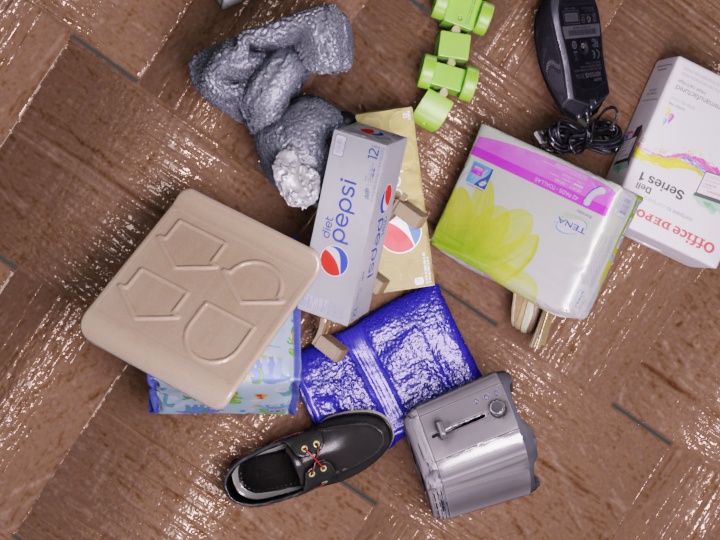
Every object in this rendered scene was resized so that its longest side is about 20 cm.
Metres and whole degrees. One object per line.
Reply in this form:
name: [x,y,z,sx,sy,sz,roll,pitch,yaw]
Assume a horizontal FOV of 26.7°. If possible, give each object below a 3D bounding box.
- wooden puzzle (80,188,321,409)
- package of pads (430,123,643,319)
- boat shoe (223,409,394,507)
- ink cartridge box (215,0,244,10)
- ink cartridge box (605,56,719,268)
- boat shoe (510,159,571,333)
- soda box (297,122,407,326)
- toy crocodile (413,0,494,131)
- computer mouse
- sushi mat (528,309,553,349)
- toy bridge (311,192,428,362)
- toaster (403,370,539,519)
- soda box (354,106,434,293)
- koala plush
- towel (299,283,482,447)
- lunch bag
wooden puzzle: [-0.163,0.031,1.579,0.184,0.046,0.201,26,64,17]
package of pads: [0.187,-0.051,1.656,0.199,0.068,0.156,28,97,32]
boat shoe: [-0.057,0.212,1.677,0.199,0.063,0.074,-20,96,14]
ink cartridge box: [-0.096,-0.348,1.601,0.147,0.200,0.076,-25,96,-4]
ink cartridge box: [0.372,-0.120,1.729,0.144,0.084,0.202,24,91,-8]
boat shoe: [0.188,-0.032,1.728,0.075,0.072,0.202,11,86,9]
soda box: [-0.009,-0.050,1.602,0.063,0.068,0.202,18,108,17]
toy crocodile: [0.104,-0.255,1.706,0.067,0.062,0.202,14,87,-7]
computer mouse: [0.231,-0.228,1.708,0.138,0.052,0.203,-6,90,-44]
sushi mat: [0.231,-0.008,1.715,0.012,0.096,0.202,18,91,13]
toy bridge: [0.000,0.000,1.665,0.067,0.027,0.201,35,107,16]
toaster: [0.124,0.201,1.684,0.128,0.200,0.115,-19,63,-2]
soda box: [0.035,-0.080,1.701,0.067,0.064,0.203,-8,94,-5]
koala plush: [-0.076,-0.164,1.640,0.182,0.177,0.202,-17,96,6]
towel: [0.032,0.122,1.720,0.199,0.050,0.149,-28,97,-4]
lunch bag: [-0.149,0.052,1.660,0.168,0.128,0.202,1,64,-7]
